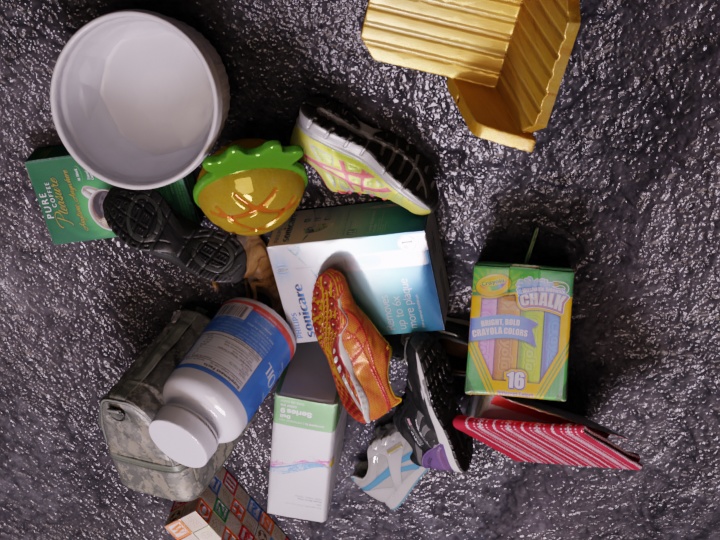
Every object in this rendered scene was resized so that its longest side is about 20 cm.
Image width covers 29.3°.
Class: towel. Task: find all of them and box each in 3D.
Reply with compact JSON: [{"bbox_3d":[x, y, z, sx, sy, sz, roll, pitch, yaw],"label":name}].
[{"bbox_3d":[0.227,0.208,1.687,0.199,0.023,0.144,-2,155,44],"label":"towel"}]

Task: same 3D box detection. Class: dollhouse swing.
[{"bbox_3d":[0.111,-0.261,1.480,0.174,0.182,0.201,4,125,-17],"label":"dollhouse swing"}]

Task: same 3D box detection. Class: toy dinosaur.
[{"bbox_3d":[-0.142,-0.025,1.739,0.105,0.060,0.201,-16,107,3],"label":"toy dinosaur"}]

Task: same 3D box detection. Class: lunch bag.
[{"bbox_3d":[-0.238,0.166,1.772,0.138,0.200,0.169,11,133,28],"label":"lunch bag"}]

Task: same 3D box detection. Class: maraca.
[{"bbox_3d":[-0.126,-0.104,1.597,0.136,0.108,0.200,-11,163,-10],"label":"maraca"}]

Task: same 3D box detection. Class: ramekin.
[{"bbox_3d":[-0.244,-0.200,1.580,0.198,0.105,0.202,3,104,11],"label":"ramekin"}]

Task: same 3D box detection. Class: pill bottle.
[{"bbox_3d":[-0.170,0.138,1.676,0.112,0.200,0.113,21,143,17],"label":"pill bottle"}]

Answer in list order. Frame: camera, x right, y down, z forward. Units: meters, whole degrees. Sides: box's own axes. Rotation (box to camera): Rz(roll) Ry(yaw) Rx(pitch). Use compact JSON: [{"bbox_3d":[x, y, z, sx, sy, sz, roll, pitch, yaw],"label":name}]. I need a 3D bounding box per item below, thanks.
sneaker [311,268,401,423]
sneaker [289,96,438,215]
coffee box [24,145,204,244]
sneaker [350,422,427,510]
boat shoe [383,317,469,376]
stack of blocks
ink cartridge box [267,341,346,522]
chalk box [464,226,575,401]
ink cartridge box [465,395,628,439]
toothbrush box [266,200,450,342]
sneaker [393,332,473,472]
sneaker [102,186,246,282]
[{"bbox_3d":[-0.006,0.085,1.677,0.073,0.077,0.201,18,130,54],"label":"sneaker"},{"bbox_3d":[0.001,-0.121,1.639,0.199,0.078,0.090,34,128,-4],"label":"sneaker"},{"bbox_3d":[-0.304,-0.103,1.711,0.198,0.044,0.124,-8,120,13],"label":"coffee box"},{"bbox_3d":[0.057,0.233,1.844,0.080,0.077,0.201,29,119,-3],"label":"sneaker"},{"bbox_3d":[0.075,0.093,1.759,0.198,0.068,0.072,9,124,6],"label":"boat shoe"},{"bbox_3d":[-0.179,0.378,1.949,0.058,0.115,0.200,-29,114,24],"label":"stack of blocks"},{"bbox_3d":[-0.065,0.204,1.803,0.087,0.146,0.201,7,123,5],"label":"ink cartridge box"},{"bbox_3d":[0.192,0.049,1.656,0.123,0.124,0.202,3,89,7],"label":"chalk box"},{"bbox_3d":[0.228,0.193,1.718,0.160,0.200,0.050,18,91,-6],"label":"ink cartridge box"},{"bbox_3d":[0.000,0.000,1.702,0.198,0.086,0.147,-4,122,13],"label":"toothbrush box"},{"bbox_3d":[0.072,0.171,1.726,0.087,0.076,0.201,-3,119,27],"label":"sneaker"},{"bbox_3d":[-0.224,-0.036,1.670,0.199,0.091,0.076,32,82,10],"label":"sneaker"}]
